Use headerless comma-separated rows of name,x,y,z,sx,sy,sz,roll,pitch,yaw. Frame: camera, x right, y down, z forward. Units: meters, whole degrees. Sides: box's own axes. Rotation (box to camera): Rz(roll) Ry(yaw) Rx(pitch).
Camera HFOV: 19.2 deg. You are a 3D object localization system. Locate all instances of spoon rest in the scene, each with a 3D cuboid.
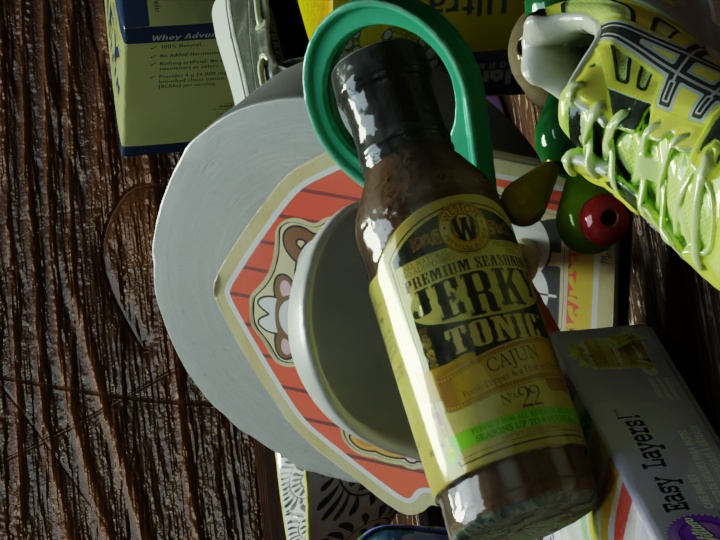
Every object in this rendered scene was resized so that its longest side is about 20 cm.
spoon rest,0.031,0.055,0.896,0.201,0.060,0.100,57,-136,-37

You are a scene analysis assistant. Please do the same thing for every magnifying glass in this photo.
magnifying glass,0.042,-0.026,0.910,0.201,0.079,0.022,59,-147,-2

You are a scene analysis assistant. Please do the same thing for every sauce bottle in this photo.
sauce bottle,0.034,0.006,0.829,0.065,0.064,0.202,105,148,-68

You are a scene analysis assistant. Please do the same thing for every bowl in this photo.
bowl,-0.007,0.110,1.484,0.201,0.093,0.203,175,90,-83

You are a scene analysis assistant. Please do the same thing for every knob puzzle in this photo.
knob puzzle,0.019,0.028,0.972,0.030,0.218,0.222,-44,-42,-56

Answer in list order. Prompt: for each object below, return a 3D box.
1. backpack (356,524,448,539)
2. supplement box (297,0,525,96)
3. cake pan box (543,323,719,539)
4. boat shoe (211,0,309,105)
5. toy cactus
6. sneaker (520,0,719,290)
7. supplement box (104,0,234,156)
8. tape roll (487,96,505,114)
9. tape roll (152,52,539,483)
backpack,0.031,0.242,1.198,0.201,0.161,0.155,-95,13,-62
supplement box,0.022,-0.183,1.097,0.201,0.108,0.110,-106,13,-53
cake pan box,0.114,0.149,0.842,0.185,0.052,0.202,-105,12,-62
boat shoe,-0.032,-0.095,1.203,0.064,0.070,0.201,-46,57,47
toy cactus,0.076,-0.095,0.873,0.165,0.101,0.202,73,180,-78
sneaker,0.106,-0.034,0.691,0.200,0.076,0.076,-112,20,-61
supplement box,-0.077,-0.187,1.479,0.200,0.198,0.136,108,155,-68
tape roll,0.045,-0.007,1.203,0.200,0.065,0.202,174,90,-82
tape roll,0.000,0.000,1.027,0.066,0.198,0.202,-44,-42,-56
